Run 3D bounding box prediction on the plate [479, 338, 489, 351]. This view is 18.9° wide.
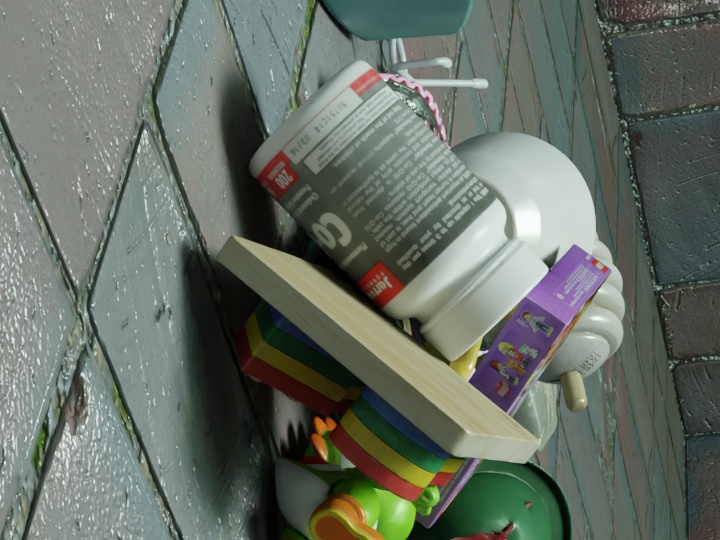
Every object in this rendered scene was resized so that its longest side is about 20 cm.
[{"bbox_3d":[0.048,-0.011,1.840,0.200,0.026,0.200,48,19,-22],"label":"plate"}]

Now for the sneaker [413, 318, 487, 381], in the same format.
[{"bbox_3d":[0.115,0.108,1.919,0.114,0.073,0.201,-23,99,-35],"label":"sneaker"}]

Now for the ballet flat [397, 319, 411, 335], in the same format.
[{"bbox_3d":[0.000,0.000,1.693,0.071,0.071,0.200,-32,113,-76],"label":"ballet flat"}]

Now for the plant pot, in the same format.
[{"bbox_3d":[0.032,-0.284,1.805,0.200,0.141,0.141,71,16,-64],"label":"plant pot"}]

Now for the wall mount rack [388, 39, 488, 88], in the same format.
[{"bbox_3d":[0.077,-0.127,2.040,0.174,0.075,0.200,13,71,-76],"label":"wall mount rack"}]

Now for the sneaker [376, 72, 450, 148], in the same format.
[{"bbox_3d":[0.041,-0.082,1.792,0.200,0.079,0.095,47,33,-40],"label":"sneaker"}]

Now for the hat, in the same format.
[{"bbox_3d":[0.110,0.248,1.672,0.176,0.200,0.166,-143,-130,-64],"label":"hat"}]

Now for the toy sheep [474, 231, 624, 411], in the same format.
[{"bbox_3d":[0.154,0.029,1.784,0.138,0.138,0.200,56,18,-62],"label":"toy sheep"}]

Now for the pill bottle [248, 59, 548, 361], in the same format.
[{"bbox_3d":[0.028,-0.039,1.508,0.200,0.114,0.114,46,16,1],"label":"pill bottle"}]

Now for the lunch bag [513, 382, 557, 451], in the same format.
[{"bbox_3d":[0.131,0.071,2.071,0.200,0.117,0.164,-41,123,-69],"label":"lunch bag"}]

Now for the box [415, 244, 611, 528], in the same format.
[{"bbox_3d":[0.105,0.085,1.601,0.200,0.039,0.137,-58,171,25],"label":"box"}]

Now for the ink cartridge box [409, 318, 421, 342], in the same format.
[{"bbox_3d":[0.027,0.127,1.776,0.119,0.042,0.200,69,20,-44],"label":"ink cartridge box"}]

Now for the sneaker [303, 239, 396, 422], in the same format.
[{"bbox_3d":[0.001,0.056,1.592,0.121,0.084,0.200,6,70,-81],"label":"sneaker"}]

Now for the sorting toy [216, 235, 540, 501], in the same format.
[{"bbox_3d":[0.001,0.074,1.412,0.070,0.200,0.199,-52,162,6],"label":"sorting toy"}]

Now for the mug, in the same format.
[{"bbox_3d":[0.100,-0.016,1.655,0.153,0.149,0.187,-8,82,-74],"label":"mug"}]

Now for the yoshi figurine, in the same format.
[{"bbox_3d":[-0.003,0.176,1.503,0.200,0.112,0.112,-66,162,-70],"label":"yoshi figurine"}]
